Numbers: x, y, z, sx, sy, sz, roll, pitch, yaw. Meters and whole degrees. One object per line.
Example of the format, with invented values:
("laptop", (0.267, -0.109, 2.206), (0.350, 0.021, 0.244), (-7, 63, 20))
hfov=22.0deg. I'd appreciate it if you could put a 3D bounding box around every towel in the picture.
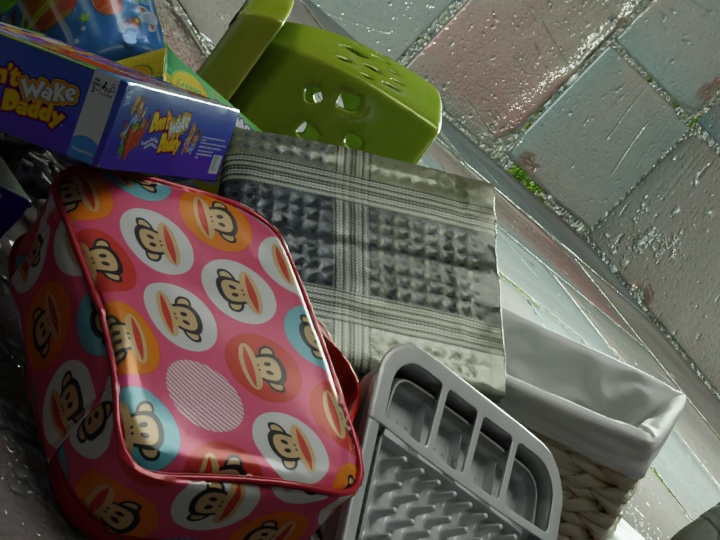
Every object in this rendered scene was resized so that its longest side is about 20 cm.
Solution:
("towel", (0.000, 0.000, 1.201), (0.198, 0.035, 0.194), (12, 48, -13))

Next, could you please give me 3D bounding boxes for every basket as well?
("basket", (0.104, 0.112, 1.268), (0.199, 0.124, 0.135), (24, 18, 14))

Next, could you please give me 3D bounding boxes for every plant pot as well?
("plant pot", (-0.061, -0.107, 1.495), (0.181, 0.199, 0.200), (36, 12, -8))

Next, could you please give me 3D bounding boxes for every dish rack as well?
("dish rack", (0.035, 0.159, 0.992), (0.171, 0.043, 0.201), (39, 51, -38))

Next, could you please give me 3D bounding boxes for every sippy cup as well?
("sippy cup", (-0.209, -0.183, 1.407), (0.177, 0.140, 0.131), (-9, 56, -28))

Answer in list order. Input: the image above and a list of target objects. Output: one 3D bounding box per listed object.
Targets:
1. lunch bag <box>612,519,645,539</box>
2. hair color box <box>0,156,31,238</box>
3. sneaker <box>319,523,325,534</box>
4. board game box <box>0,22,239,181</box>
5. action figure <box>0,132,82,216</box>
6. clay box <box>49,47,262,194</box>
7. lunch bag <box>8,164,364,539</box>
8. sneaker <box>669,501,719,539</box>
("lunch bag", (0.166, 0.227, 1.382), (0.160, 0.077, 0.200), (42, 10, -7))
("hair color box", (-0.270, -0.096, 0.985), (0.200, 0.065, 0.109), (54, 13, 32))
("sneaker", (0.034, 0.171, 1.132), (0.099, 0.071, 0.201), (39, 18, -39))
("board game box", (-0.157, -0.094, 0.980), (0.134, 0.045, 0.200), (21, 5, 10))
("action figure", (-0.171, -0.067, 1.149), (0.200, 0.102, 0.119), (46, -3, 2))
("clay box", (-0.139, -0.088, 1.267), (0.200, 0.114, 0.048), (41, 45, -51))
("lunch bag", (-0.079, 0.046, 0.936), (0.175, 0.082, 0.201), (11, 44, -35))
("sneaker", (0.276, 0.240, 1.258), (0.200, 0.092, 0.076), (53, -5, -26))
